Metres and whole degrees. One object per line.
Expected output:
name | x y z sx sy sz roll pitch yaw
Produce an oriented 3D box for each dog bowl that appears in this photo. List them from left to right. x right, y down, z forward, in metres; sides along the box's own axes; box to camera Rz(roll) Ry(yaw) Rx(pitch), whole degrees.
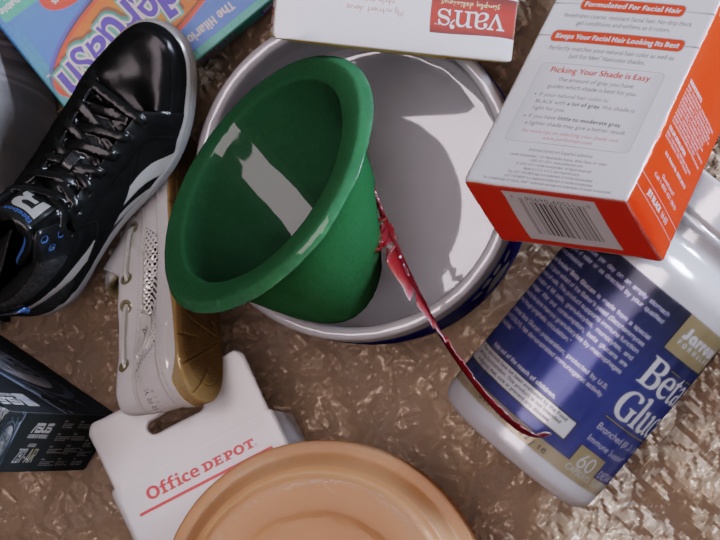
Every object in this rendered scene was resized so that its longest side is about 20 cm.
dog bowl | 0.004 -0.055 1.512 0.199 0.079 0.201 -1 85 13

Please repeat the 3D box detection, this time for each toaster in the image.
toaster | -0.260 -0.067 1.548 0.113 0.129 0.201 -2 85 13

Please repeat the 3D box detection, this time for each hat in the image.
hat | 0.000 0.000 1.454 0.165 0.176 0.200 -26 42 37

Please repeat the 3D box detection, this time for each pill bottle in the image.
pill bottle | 0.153 0.032 1.454 0.111 0.111 0.200 40 95 13

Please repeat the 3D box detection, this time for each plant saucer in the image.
plant saucer | -0.023 0.200 1.452 0.200 0.032 0.201 -1 85 11

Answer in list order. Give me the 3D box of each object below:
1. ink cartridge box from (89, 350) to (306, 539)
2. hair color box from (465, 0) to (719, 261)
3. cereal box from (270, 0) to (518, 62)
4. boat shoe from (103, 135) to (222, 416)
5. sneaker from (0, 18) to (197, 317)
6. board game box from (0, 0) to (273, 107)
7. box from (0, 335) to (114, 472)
ink cartridge box | -0.072 0.162 1.516 0.115 0.068 0.200 -27 80 7
hair color box | 0.155 -0.107 1.434 0.111 0.064 0.200 9 60 36
cereal box | 0.027 -0.226 1.434 0.143 0.040 0.201 5 95 -5
boat shoe | -0.128 -0.001 1.515 0.069 0.071 0.200 -18 50 22
sneaker | -0.167 -0.054 1.446 0.073 0.112 0.200 31 103 11
board game box | -0.166 -0.200 1.521 0.152 0.045 0.200 -40 90 1
box | -0.252 0.062 1.498 0.160 0.200 0.044 33 94 14
